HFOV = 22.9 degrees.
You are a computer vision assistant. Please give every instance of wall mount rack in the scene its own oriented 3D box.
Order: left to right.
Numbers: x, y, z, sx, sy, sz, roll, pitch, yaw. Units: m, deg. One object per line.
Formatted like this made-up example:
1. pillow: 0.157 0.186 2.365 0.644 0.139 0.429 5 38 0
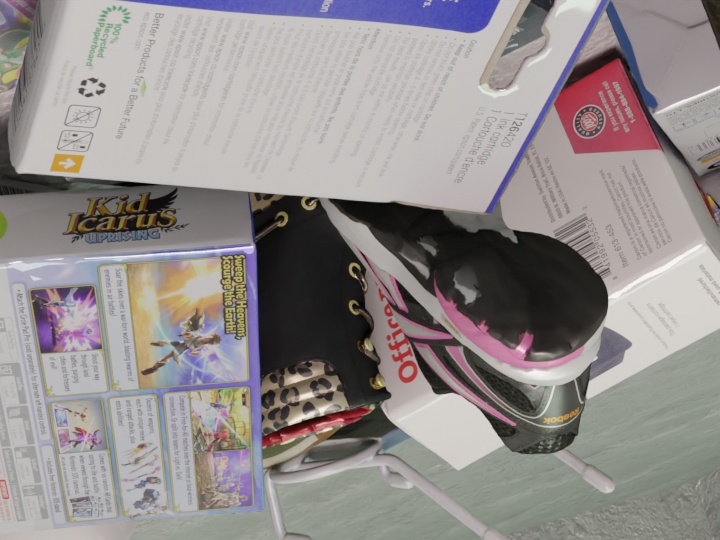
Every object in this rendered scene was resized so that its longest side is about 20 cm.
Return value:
1. wall mount rack: 0.045 0.121 1.075 0.173 0.075 0.200 -8 -171 38

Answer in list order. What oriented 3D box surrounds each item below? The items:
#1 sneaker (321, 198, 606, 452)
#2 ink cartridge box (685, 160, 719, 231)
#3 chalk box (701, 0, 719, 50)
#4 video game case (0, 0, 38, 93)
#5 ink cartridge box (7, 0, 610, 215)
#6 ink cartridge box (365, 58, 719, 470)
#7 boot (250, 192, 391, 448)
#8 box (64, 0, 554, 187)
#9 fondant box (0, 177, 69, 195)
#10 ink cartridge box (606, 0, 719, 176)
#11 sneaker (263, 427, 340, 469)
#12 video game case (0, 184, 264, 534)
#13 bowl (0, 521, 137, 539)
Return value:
1. sneaker: 0.037 0.010 0.784 0.080 0.200 0.087 -14 126 -14
2. ink cartridge box: 0.255 -0.059 1.070 0.108 0.051 0.200 -23 -156 6
3. chalk box: 0.246 -0.169 0.745 0.123 0.126 0.199 -2 159 -47
4. video game case: -0.208 -0.081 0.702 0.199 0.018 0.143 -21 165 9
5. ink cartridge box: -0.012 -0.103 0.646 0.199 0.047 0.198 2 141 -23
6. ink cartridge box: 0.098 -0.002 1.012 0.199 0.145 0.084 -30 140 15
7. boot: -0.001 0.001 0.978 0.202 0.155 0.074 -18 164 -5
8. box: -0.021 -0.096 0.786 0.199 0.051 0.158 -24 171 20
9. fondant box: -0.256 0.016 0.909 0.199 0.059 0.144 -27 164 23
10. ink cartridge box: 0.225 -0.120 0.985 0.136 0.077 0.200 -22 164 15
11. sneaker: -0.095 0.076 1.036 0.199 0.068 0.090 -23 143 35
12. video game case: -0.137 0.047 0.831 0.180 0.046 0.201 -3 138 -5
13. bowl: -0.244 0.159 1.268 0.199 0.075 0.200 -27 -157 22
